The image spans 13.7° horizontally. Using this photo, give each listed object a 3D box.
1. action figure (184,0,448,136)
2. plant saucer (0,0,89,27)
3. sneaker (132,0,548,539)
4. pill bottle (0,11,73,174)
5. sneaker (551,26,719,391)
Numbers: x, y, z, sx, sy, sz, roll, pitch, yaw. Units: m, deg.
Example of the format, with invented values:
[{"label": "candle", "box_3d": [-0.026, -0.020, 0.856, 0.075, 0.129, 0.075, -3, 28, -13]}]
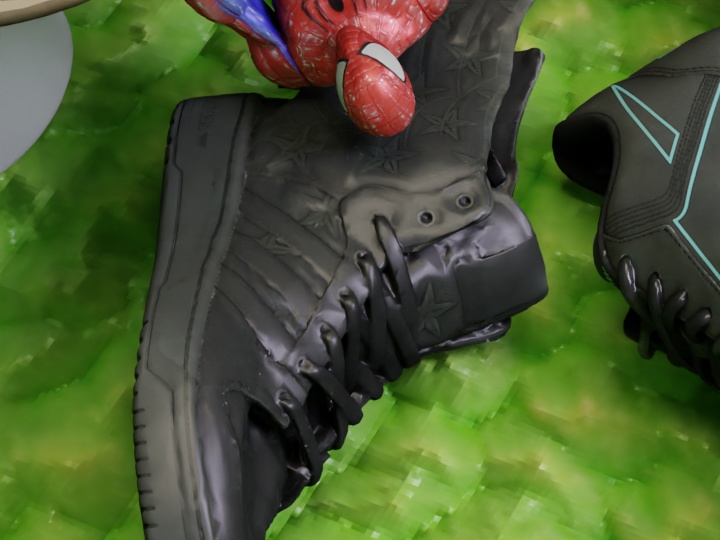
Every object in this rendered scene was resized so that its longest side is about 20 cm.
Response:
[{"label": "action figure", "box_3d": [-0.032, -0.125, 0.790, 0.065, 0.099, 0.201, -28, 59, 10]}, {"label": "plant saucer", "box_3d": [-0.110, -0.145, 0.719, 0.198, 0.029, 0.202, 4, 70, -10]}, {"label": "sneaker", "box_3d": [0.000, 0.002, 0.774, 0.103, 0.060, 0.201, -2, 46, 4]}, {"label": "pill bottle", "box_3d": [-0.161, -0.108, 0.838, 0.109, 0.110, 0.200, -26, 54, -21]}, {"label": "sneaker", "box_3d": [0.106, 0.012, 0.768, 0.079, 0.076, 0.201, -16, 41, -1]}]
